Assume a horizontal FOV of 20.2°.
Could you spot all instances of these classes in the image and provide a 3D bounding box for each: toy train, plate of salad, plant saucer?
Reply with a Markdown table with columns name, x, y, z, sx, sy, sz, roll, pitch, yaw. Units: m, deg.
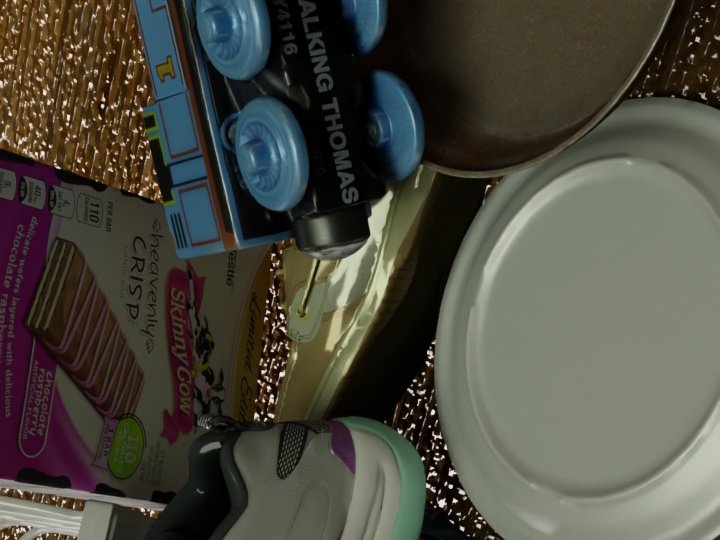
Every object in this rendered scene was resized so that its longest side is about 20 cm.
| name | x | y | z | sx | sy | sz | roll | pitch | yaw |
| --- | --- | --- | --- | --- | --- | --- | --- | --- | --- |
| toy train | -0.045 | -0.100 | 0.827 | 0.114 | 0.086 | 0.201 | -9 | 96 | 55 |
| plate of salad | 0.111 | 0.027 | 0.840 | 0.200 | 0.048 | 0.201 | -14 | 69 | 42 |
| plant saucer | 0.066 | -0.135 | 0.815 | 0.200 | 0.032 | 0.201 | -12 | 74 | 47 |

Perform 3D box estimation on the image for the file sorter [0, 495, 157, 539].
| name | x | y | z | sx | sy | sz | roll | pitch | yaw |
| --- | --- | --- | --- | --- | --- | --- | --- | --- | --- |
| file sorter | -0.152 | 0.179 | 0.942 | 0.124 | 0.200 | 0.139 | 8 | 79 | 14 |

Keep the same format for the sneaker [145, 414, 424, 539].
| name | x | y | z | sx | sy | sz | roll | pitch | yaw |
| --- | --- | --- | --- | --- | --- | --- | --- | --- | --- |
| sneaker | -0.055 | 0.157 | 0.848 | 0.078 | 0.139 | 0.201 | -3 | 79 | 59 |

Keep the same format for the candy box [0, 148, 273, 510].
| name | x | y | z | sx | sy | sz | roll | pitch | yaw |
| --- | --- | --- | --- | --- | --- | --- | --- | --- | --- |
| candy box | -0.127 | 0.032 | 0.901 | 0.061 | 0.200 | 0.137 | 0 | 80 | 35 |

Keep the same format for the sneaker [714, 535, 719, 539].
| name | x | y | z | sx | sy | sz | roll | pitch | yaw |
| --- | --- | --- | --- | --- | --- | --- | --- | --- | --- |
| sneaker | 0.182 | 0.102 | 0.821 | 0.200 | 0.071 | 0.098 | -6 | 103 | 36 |

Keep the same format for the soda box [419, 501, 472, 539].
| name | x | y | z | sx | sy | sz | roll | pitch | yaw |
| --- | --- | --- | --- | --- | --- | --- | --- | --- | --- |
| soda box | -0.006 | 0.208 | 0.979 | 0.068 | 0.064 | 0.200 | 38 | 122 | 18 |

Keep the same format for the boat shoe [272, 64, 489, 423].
| name | x | y | z | sx | sy | sz | roll | pitch | yaw |
| --- | --- | --- | --- | --- | --- | --- | --- | --- | --- |
| boat shoe | 0.000 | 0.000 | 0.915 | 0.066 | 0.074 | 0.201 | 32 | 109 | 25 |
